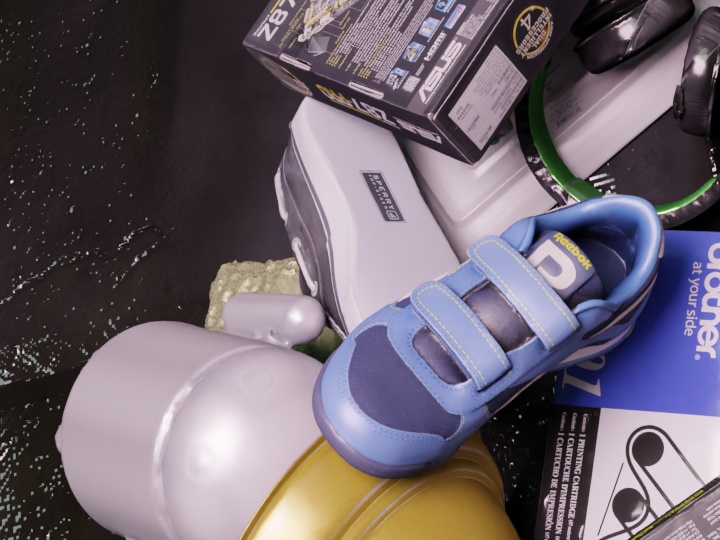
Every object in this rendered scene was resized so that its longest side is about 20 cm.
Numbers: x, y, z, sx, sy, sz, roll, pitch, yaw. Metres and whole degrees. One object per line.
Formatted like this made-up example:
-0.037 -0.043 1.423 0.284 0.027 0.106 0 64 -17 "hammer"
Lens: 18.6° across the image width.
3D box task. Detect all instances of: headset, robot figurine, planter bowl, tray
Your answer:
0.151 -0.111 1.070 0.123 0.094 0.201 34 109 12 "headset"
-0.071 0.087 1.082 0.199 0.112 0.171 12 78 53 "robot figurine"
0.022 0.161 1.012 0.083 0.200 0.201 28 90 34 "planter bowl"
0.098 -0.097 1.158 0.200 0.022 0.108 -41 60 13 "tray"

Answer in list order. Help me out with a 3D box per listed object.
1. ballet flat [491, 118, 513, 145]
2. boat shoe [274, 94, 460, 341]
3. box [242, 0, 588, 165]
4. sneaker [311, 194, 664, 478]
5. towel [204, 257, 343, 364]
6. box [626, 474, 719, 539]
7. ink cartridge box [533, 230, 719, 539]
0.019 -0.132 1.163 0.200 0.067 0.064 40 116 48 "ballet flat"
0.000 0.000 1.112 0.068 0.071 0.201 -58 42 39 "boat shoe"
0.051 -0.163 1.089 0.161 0.049 0.201 26 79 46 "box"
0.060 0.021 0.986 0.074 0.199 0.082 50 145 12 "sneaker"
-0.027 0.088 1.163 0.147 0.036 0.202 -5 73 29 "towel"
0.174 0.194 0.943 0.199 0.048 0.194 -36 85 1 "box"
0.140 0.082 1.062 0.093 0.044 0.202 3 77 30 "ink cartridge box"
